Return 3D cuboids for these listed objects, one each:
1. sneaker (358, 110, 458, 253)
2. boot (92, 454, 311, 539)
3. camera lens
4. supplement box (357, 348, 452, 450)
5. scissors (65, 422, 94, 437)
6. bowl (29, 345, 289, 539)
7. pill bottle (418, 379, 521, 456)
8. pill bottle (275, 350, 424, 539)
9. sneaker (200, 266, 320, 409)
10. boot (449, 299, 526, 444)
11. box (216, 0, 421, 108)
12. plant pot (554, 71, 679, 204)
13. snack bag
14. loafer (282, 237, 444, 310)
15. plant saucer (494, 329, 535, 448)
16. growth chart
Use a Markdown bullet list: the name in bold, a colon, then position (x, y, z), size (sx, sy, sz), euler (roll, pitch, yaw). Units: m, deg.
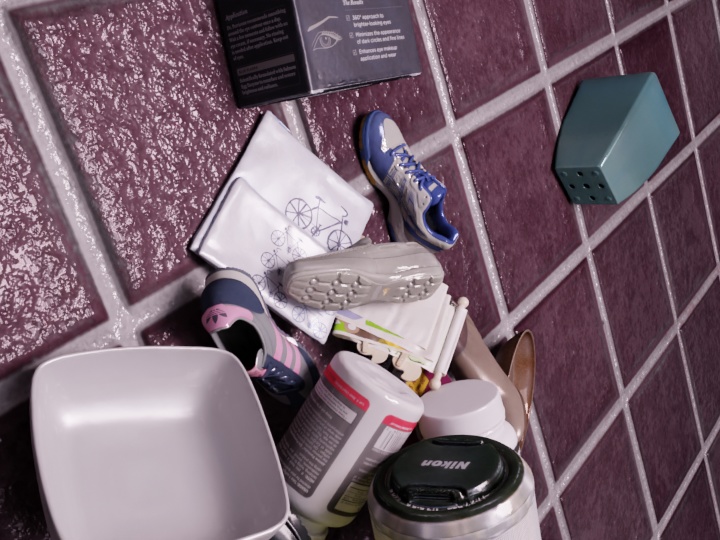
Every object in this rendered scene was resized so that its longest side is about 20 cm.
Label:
- **sneaker**: position (0.068, -0.114, 1.119), size (0.075, 0.088, 0.200), euler (-43, 117, -40)
- **boot**: position (-0.153, 0.250, 0.810), size (0.198, 0.073, 0.162), euler (47, 41, -3)
- **camera lens**: position (0.098, 0.275, 0.860), size (0.160, 0.160, 0.201), euler (-30, 116, -46)
- **supplement box**: position (0.060, 0.199, 1.077), size (0.200, 0.103, 0.131), euler (55, 49, -32)
- **scissors**: position (-0.197, 0.117, 0.855), size (0.200, 0.014, 0.073), euler (2, 89, -48)
- **bowl**: position (-0.177, 0.165, 0.748), size (0.199, 0.075, 0.200), euler (1, 48, -33)
- **pill bottle**: position (0.129, 0.233, 0.990), size (0.114, 0.114, 0.201), euler (-30, 111, -46)
- **pill bottle**: position (-0.030, 0.194, 0.921), size (0.111, 0.111, 0.200), euler (27, 98, -45)
- **sneaker**: position (-0.103, 0.092, 0.898), size (0.200, 0.070, 0.082), euler (56, 21, -34)
- **boot**: position (0.139, 0.120, 1.138), size (0.146, 0.070, 0.200), euler (52, 8, -37)
- **box**: position (-0.049, -0.296, 0.972), size (0.196, 0.117, 0.201), euler (-22, 105, -47)
- **plant pot**: position (0.425, -0.215, 1.507), size (0.200, 0.141, 0.141), euler (-55, 127, -26)
- **snack bag**: position (-0.073, -0.049, 0.976), size (0.188, 0.021, 0.200), euler (39, 58, -27)
- **loafer**: position (0.000, 0.000, 0.977), size (0.199, 0.070, 0.070), euler (0, 47, -34)
- **plant saucer**: position (0.215, 0.183, 1.274), size (0.200, 0.037, 0.201), euler (6, 90, -67)
- **growth chart**: position (0.030, 0.042, 1.028), size (0.200, 0.018, 0.145), euler (31, 61, 4)
